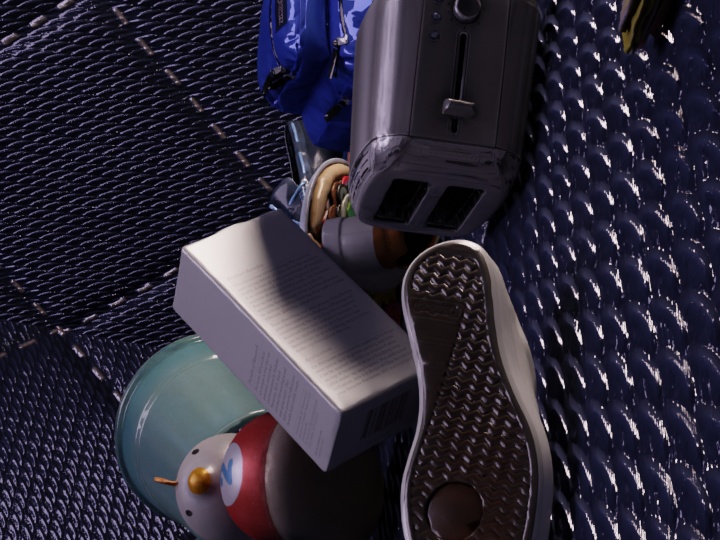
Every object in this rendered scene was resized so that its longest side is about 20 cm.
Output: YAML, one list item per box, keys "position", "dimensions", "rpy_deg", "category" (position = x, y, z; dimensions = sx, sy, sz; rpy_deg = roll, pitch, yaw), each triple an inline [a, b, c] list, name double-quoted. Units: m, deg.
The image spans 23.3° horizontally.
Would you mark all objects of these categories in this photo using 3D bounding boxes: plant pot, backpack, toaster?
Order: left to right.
- position: [-0.115, 0.178, 1.657]
  dimensions: [0.196, 0.199, 0.202]
  rpy_deg: [-150, 70, -67]
  category: "plant pot"
- position: [0.016, -0.186, 1.342]
  dimensions: [0.200, 0.167, 0.164]
  rpy_deg: [142, 127, -65]
  category: "backpack"
- position: [0.048, -0.103, 1.151]
  dimensions: [0.200, 0.113, 0.130]
  rpy_deg: [124, 153, -73]
  category: "toaster"

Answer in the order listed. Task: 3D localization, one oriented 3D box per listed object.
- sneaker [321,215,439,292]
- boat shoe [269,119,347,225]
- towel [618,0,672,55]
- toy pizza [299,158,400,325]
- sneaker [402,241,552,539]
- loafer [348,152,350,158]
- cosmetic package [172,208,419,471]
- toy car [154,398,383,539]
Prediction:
- position: [0.035, -0.020, 1.467]
  dimensions: [0.200, 0.084, 0.073]
  rpy_deg: [-17, -83, -74]
  category: "sneaker"
- position: [-0.053, -0.056, 1.609]
  dimensions: [0.201, 0.068, 0.084]
  rpy_deg: [-87, 11, -45]
  category: "boat shoe"
- position: [0.144, -0.214, 0.811]
  dimensions: [0.144, 0.023, 0.201]
  rpy_deg: [105, 172, -51]
  category: "towel"
- position: [0.000, 0.000, 1.533]
  dimensions: [0.200, 0.031, 0.202]
  rpy_deg: [-8, -90, -68]
  category: "toy pizza"
- position: [0.066, 0.089, 0.872]
  dimensions: [0.085, 0.072, 0.201]
  rpy_deg: [53, -149, -54]
  category: "sneaker"
- position: [0.030, -0.120, 1.635]
  dimensions: [0.200, 0.071, 0.063]
  rpy_deg: [-103, 31, -84]
  category: "loafer"
- position: [-0.046, 0.050, 1.351]
  dimensions: [0.200, 0.101, 0.072]
  rpy_deg: [45, 140, 29]
  category: "cosmetic package"
- position: [-0.098, 0.180, 1.461]
  dimensions: [0.177, 0.199, 0.186]
  rpy_deg: [26, -117, -59]
  category: "toy car"
